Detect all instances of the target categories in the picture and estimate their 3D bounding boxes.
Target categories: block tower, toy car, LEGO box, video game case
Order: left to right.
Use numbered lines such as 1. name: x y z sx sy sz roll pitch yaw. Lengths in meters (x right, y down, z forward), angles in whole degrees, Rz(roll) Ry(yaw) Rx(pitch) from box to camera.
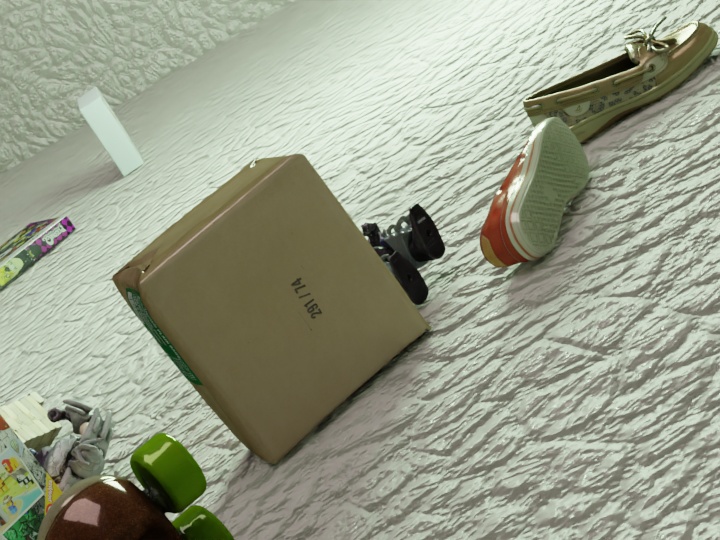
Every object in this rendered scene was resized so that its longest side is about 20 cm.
1. LEGO box: -0.344 0.241 1.412 0.077 0.149 0.200 -25 19 30
2. block tower: -0.397 0.190 1.709 0.054 0.058 0.200 -57 -15 28
3. video game case: -0.618 -0.028 2.919 0.181 0.036 0.200 -41 17 -24
4. toy car: -0.124 0.236 1.093 0.164 0.158 0.200 -40 44 -23

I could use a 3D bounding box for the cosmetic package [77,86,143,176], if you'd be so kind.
1. cosmetic package: -0.481 -0.268 3.121 0.052 0.151 0.200 -35 17 -2

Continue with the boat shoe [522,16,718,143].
1. boat shoe: 0.255 -0.190 1.592 0.200 0.063 0.073 -33 16 5

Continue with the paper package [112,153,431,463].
1. paper package: -0.077 0.029 1.393 0.190 0.200 0.103 -41 17 -17

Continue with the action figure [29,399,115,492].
1. action figure: -0.308 0.193 1.587 0.200 0.069 0.130 -23 26 48

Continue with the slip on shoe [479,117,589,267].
1. slip on shoe: 0.154 -0.072 1.456 0.061 0.074 0.200 -26 23 37

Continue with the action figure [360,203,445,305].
1. action figure: 0.000 0.000 1.561 0.200 0.069 0.130 -17 29 54
